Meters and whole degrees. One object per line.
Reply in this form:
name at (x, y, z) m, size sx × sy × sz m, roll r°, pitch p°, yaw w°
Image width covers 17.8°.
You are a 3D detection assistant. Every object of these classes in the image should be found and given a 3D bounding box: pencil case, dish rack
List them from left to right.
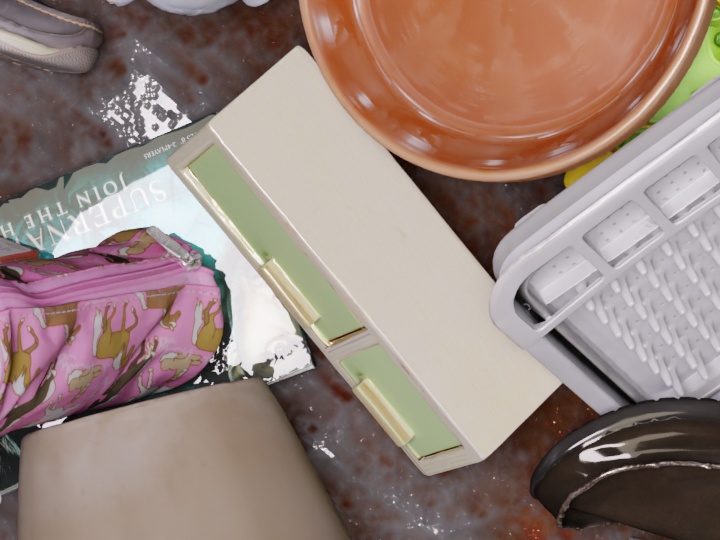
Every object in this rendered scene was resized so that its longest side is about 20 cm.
pencil case at (-0.140, 0.027, 1.016) m, size 0.082 × 0.200 × 0.087 m, roll 13°, pitch 102°, yaw 25°
dish rack at (0.156, -0.008, 1.058) m, size 0.171 × 0.200 × 0.044 m, roll -37°, pitch 49°, yaw 12°

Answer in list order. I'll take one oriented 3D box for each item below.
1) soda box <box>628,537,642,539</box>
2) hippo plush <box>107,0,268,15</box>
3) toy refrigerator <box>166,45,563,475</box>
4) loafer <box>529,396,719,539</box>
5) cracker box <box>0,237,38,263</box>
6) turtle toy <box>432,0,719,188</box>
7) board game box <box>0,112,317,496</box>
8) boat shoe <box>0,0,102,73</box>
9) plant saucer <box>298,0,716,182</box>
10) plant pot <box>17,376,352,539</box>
soda box at (0.220, 0.184, 1.107) m, size 0.198 × 0.068 × 0.064 m, roll 12°, pitch 91°, yaw 1°
hippo plush at (-0.064, -0.205, 1.077) m, size 0.158 × 0.200 × 0.162 m, roll -13°, pitch 114°, yaw -32°
toy refrigerator at (0.000, 0.000, 1.088) m, size 0.070 × 0.076 × 0.200 m, roll -42°, pitch 96°, yaw -22°
loafer at (0.180, 0.105, 1.089) m, size 0.198 × 0.073 × 0.072 m, roll -4°, pitch 60°, yaw -5°
cracker box at (-0.268, 0.023, 1.095) m, size 0.198 × 0.058 × 0.135 m, roll 20°, pitch 98°, yaw 11°
turtle toy at (0.134, -0.100, 1.088) m, size 0.199 × 0.101 × 0.146 m, roll 32°, pitch 101°, yaw 4°
board game box at (-0.137, 0.023, 1.131) m, size 0.199 × 0.028 × 0.136 m, roll -23°, pitch 89°, yaw 1°
boat shoe at (-0.211, -0.159, 1.109) m, size 0.199 × 0.074 × 0.074 m, roll 25°, pitch 91°, yaw -1°
plant saucer at (0.066, -0.140, 1.029) m, size 0.199 × 0.032 × 0.202 m, roll -1°, pitch 87°, yaw 24°
plant pot at (-0.078, 0.146, 1.050) m, size 0.198 × 0.200 × 0.175 m, roll -13°, pitch 86°, yaw 1°
